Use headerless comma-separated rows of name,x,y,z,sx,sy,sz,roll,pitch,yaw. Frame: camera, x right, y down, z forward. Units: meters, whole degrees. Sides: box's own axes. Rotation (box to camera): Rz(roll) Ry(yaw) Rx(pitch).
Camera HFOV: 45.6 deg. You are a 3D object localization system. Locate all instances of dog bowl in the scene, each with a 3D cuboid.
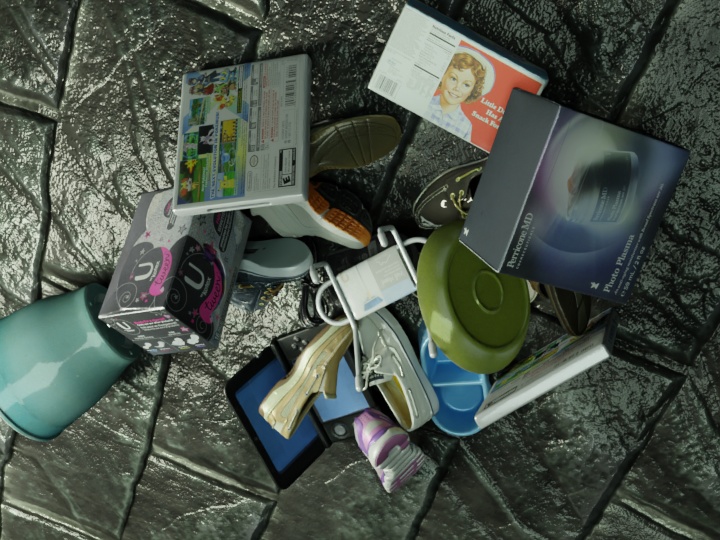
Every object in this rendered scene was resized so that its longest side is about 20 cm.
dog bowl,0.143,0.156,1.266,0.109,0.050,0.204,-5,114,14

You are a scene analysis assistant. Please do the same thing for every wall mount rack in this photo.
wall mount rack,0.022,0.047,1.111,0.198,0.074,0.176,-27,87,25

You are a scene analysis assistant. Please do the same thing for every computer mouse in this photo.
computer mouse,0.000,0.000,1.195,0.197,0.052,0.142,-12,78,27

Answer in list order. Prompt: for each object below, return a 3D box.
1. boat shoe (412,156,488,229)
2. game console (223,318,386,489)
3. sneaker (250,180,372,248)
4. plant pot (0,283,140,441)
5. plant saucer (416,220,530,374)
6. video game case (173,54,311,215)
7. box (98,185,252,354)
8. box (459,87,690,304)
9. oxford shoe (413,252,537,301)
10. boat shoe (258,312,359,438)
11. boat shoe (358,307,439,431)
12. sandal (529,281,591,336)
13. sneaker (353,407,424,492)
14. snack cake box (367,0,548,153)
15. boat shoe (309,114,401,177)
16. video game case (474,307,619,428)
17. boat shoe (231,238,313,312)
boat shoe,0.153,-0.106,1.135,0.199,0.061,0.072,-27,108,22
game console,-0.078,0.204,1.297,0.173,0.117,0.203,-20,110,20
sneaker,-0.071,-0.076,1.188,0.198,0.076,0.093,31,135,17
plant pot,-0.447,0.122,1.306,0.186,0.200,0.202,-32,106,7
plant saucer,0.156,0.030,1.102,0.201,0.201,0.031,51,143,-14
video game case,-0.152,-0.176,1.108,0.178,0.022,0.204,-5,70,15
box,-0.246,-0.005,1.160,0.130,0.203,0.115,-9,146,32
box,0.253,-0.087,1.031,0.195,0.123,0.204,12,106,-22
oxford shoe,0.150,0.021,1.198,0.196,0.058,0.077,10,115,6
boat shoe,-0.058,0.155,1.231,0.076,0.071,0.201,42,102,20
boat shoe,0.031,0.143,1.239,0.074,0.086,0.205,-25,95,51
sandal,0.247,-0.004,1.158,0.202,0.081,0.054,55,143,-5
sneaker,0.038,0.268,1.305,0.088,0.080,0.201,42,166,31
snack cake box,0.122,-0.241,1.076,0.197,0.067,0.116,28,115,-2
boat shoe,-0.045,-0.171,1.143,0.197,0.067,0.073,-19,127,2
video game case,0.256,0.129,1.156,0.199,0.182,0.022,-36,89,24
boat shoe,-0.129,0.009,1.220,0.198,0.071,0.092,5,127,44
